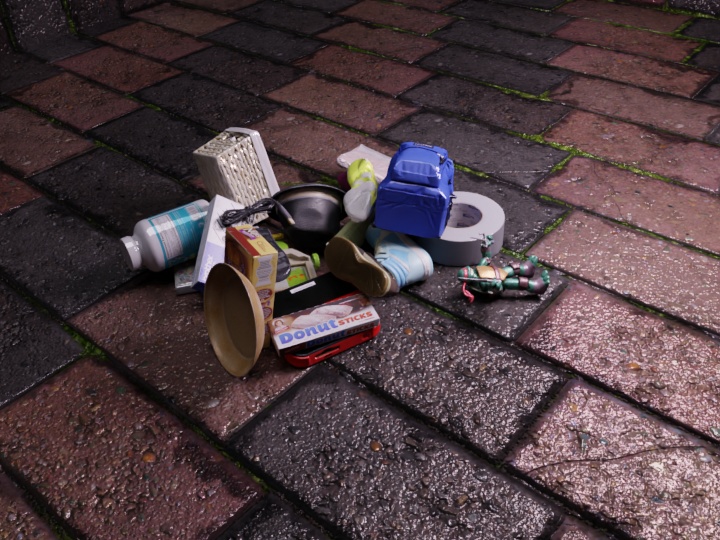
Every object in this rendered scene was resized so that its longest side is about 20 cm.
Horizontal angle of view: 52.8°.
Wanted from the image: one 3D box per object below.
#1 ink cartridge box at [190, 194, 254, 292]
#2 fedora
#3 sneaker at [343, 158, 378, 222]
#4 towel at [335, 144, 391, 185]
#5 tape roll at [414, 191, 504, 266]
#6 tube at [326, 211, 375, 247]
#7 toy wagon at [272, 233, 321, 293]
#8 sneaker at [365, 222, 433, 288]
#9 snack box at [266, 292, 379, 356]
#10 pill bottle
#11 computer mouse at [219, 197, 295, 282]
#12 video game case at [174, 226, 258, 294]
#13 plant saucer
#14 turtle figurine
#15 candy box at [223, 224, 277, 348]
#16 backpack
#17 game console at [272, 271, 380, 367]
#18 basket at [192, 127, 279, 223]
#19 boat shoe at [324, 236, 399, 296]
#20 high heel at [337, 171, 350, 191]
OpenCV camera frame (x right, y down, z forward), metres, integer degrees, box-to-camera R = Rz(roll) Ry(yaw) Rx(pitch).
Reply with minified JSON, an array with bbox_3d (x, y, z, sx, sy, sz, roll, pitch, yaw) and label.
[{"bbox_3d":[-0.278,-0.046,1.481,0.093,0.044,0.204,22,59,-27],"label":"ink cartridge box"},{"bbox_3d":[-0.108,-0.108,1.578,0.196,0.201,0.093,-7,67,-5],"label":"fedora"},{"bbox_3d":[0.017,-0.152,1.564,0.074,0.106,0.202,-17,40,20],"label":"sneaker"},{"bbox_3d":[0.055,-0.240,1.745,0.197,0.033,0.191,26,25,7],"label":"towel"},{"bbox_3d":[0.216,-0.094,1.592,0.196,0.067,0.202,-3,37,2],"label":"tape roll"},{"bbox_3d":[-0.018,-0.077,1.592,0.057,0.053,0.201,22,39,8],"label":"tube"},{"bbox_3d":[-0.157,0.001,1.493,0.152,0.040,0.202,-8,43,-15],"label":"toy wagon"},{"bbox_3d":[0.044,-0.030,1.508,0.129,0.081,0.199,-24,40,-28],"label":"sneaker"},{"bbox_3d":[-0.068,0.097,1.329,0.196,0.025,0.072,-16,48,-19],"label":"snack box"},{"bbox_3d":[-0.399,-0.068,1.527,0.197,0.113,0.111,-24,41,-26],"label":"pill bottle"},{"bbox_3d":[-0.184,-0.058,1.473,0.139,0.046,0.201,-26,64,-29],"label":"computer mouse"},{"bbox_3d":[-0.306,-0.026,1.578,0.196,0.023,0.183,-11,37,-10],"label":"video game case"},{"bbox_3d":[-0.219,0.085,1.283,0.035,0.204,0.200,-10,33,-36],"label":"plant saucer"},{"bbox_3d":[0.264,0.003,1.430,0.196,0.102,0.152,4,49,-16],"label":"turtle figurine"},{"bbox_3d":[-0.207,0.034,1.335,0.056,0.204,0.116,-13,34,-31],"label":"candy box"},{"bbox_3d":[0.126,-0.180,1.519,0.159,0.171,0.201,15,31,6],"label":"backpack"},{"bbox_3d":[-0.078,0.087,1.380,0.197,0.031,0.177,-21,48,-23],"label":"game console"},{"bbox_3d":[-0.280,-0.208,1.663,0.123,0.203,0.134,-36,32,-28],"label":"basket"},{"bbox_3d":[0.000,0.000,1.416,0.064,0.074,0.200,26,12,-45],"label":"boat shoe"},{"bbox_3d":[0.021,-0.186,1.725,0.196,0.069,0.096,16,29,19],"label":"high heel"}]
